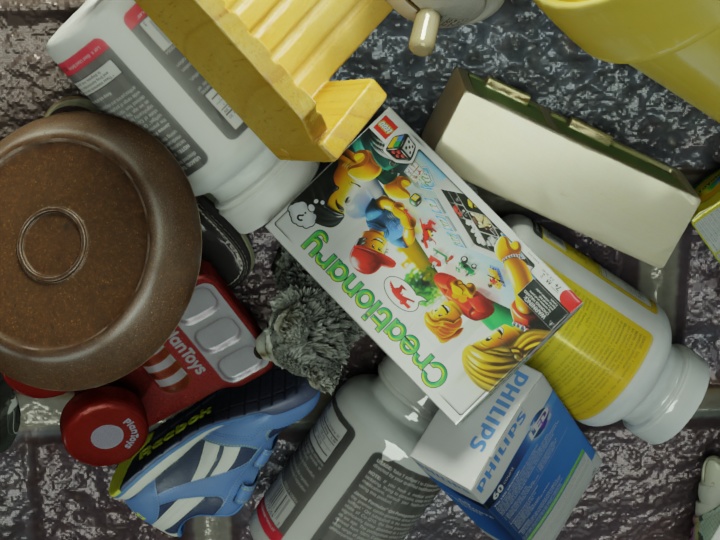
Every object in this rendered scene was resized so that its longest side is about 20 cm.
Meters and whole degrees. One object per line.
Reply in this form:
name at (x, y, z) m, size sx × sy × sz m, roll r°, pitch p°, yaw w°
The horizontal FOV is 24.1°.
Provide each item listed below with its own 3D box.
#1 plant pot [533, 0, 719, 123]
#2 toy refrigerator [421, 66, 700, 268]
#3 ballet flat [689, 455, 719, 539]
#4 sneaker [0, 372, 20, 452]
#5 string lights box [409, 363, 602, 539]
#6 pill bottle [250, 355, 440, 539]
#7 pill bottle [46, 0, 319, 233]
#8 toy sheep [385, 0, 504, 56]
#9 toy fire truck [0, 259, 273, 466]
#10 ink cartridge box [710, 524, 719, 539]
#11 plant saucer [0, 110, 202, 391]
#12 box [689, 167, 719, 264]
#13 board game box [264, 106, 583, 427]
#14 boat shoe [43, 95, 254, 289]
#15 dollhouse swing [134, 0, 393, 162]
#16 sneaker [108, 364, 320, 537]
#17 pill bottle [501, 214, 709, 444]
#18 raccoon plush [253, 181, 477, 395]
plant pot at (0.248, -0.203, 1.185) m, size 0.201 × 0.201 × 0.189 m, roll -42°, pitch 121°, yaw 13°
toy refrigerator at (0.152, -0.081, 1.280) m, size 0.200 × 0.076 × 0.070 m, roll 23°, pitch 108°, yaw -10°
ballet flat at (0.329, 0.165, 1.392) m, size 0.200 × 0.069 × 0.071 m, roll -43°, pitch 89°, yaw 9°
sneaker at (-0.318, 0.102, 1.294) m, size 0.080 × 0.200 × 0.086 m, roll -35°, pitch 128°, yaw -25°
string lights box at (0.117, 0.145, 1.295) m, size 0.103 × 0.059 × 0.200 m, roll -57°, pitch 149°, yaw -11°
pill bottle at (0.009, 0.154, 1.336) m, size 0.111 × 0.111 × 0.200 m, roll 31°, pitch 106°, yaw -13°
pill bottle at (-0.124, -0.125, 1.233) m, size 0.111 × 0.111 × 0.200 m, roll -38°, pitch 107°, yaw 12°
toy sheep at (0.055, -0.237, 1.171) m, size 0.138 × 0.138 × 0.200 m, roll 18°, pitch 71°, yaw -9°
toy fire truck at (-0.177, 0.039, 1.274) m, size 0.168 × 0.112 × 0.200 m, roll -29°, pitch 128°, yaw 5°
ink cartridge box at (0.387, 0.215, 1.350) m, size 0.200 × 0.086 × 0.147 m, roll 9°, pitch 117°, yaw -34°
plant saucer at (-0.209, -0.017, 1.178) m, size 0.200 × 0.034 × 0.200 m, roll -3°, pitch 81°, yaw 17°
box at (0.359, -0.066, 1.302) m, size 0.200 × 0.048 × 0.117 m, roll -34°, pitch 118°, yaw 12°
board game box at (0.045, -0.003, 1.211) m, size 0.126 × 0.035 × 0.200 m, roll -44°, pitch 82°, yaw -1°
boat shoe at (-0.165, -0.049, 1.283) m, size 0.072 × 0.065 × 0.200 m, roll -41°, pitch 106°, yaw 17°
dollhouse swing at (-0.047, -0.205, 1.140) m, size 0.176 × 0.182 × 0.200 m, roll -45°, pitch 107°, yaw -11°
sneaker at (-0.105, 0.145, 1.360) m, size 0.200 × 0.074 × 0.082 m, roll -32°, pitch 109°, yaw 18°
pill bottle at (0.169, 0.051, 1.311) m, size 0.200 × 0.112 × 0.112 m, roll 33°, pitch 106°, yaw -13°
raccoon plush at (0.000, 0.000, 1.272) m, size 0.097 × 0.134 × 0.200 m, roll 39°, pitch 104°, yaw -15°
